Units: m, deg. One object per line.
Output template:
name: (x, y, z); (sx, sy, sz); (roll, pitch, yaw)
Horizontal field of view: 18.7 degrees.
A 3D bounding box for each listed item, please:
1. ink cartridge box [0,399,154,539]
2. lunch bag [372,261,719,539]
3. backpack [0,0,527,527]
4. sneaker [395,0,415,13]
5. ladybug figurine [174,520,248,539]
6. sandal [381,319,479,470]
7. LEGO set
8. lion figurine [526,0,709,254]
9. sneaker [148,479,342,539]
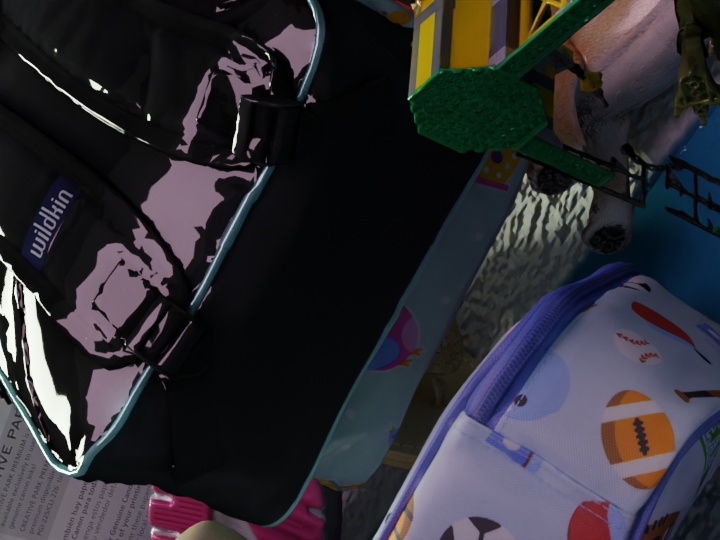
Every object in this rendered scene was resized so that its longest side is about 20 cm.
ink cartridge box: (-0.142, 0.091, 0.900); (0.084, 0.175, 0.201); (28, 98, 57)
lunch bag: (0.044, 0.096, 0.659); (0.200, 0.075, 0.160); (-60, -10, 15)
backpack: (-0.056, -0.028, 0.728); (0.200, 0.153, 0.176); (33, 101, 43)
sneaker: (0.055, -0.171, 0.847); (0.200, 0.074, 0.087); (-59, 24, 7)
ladybug figurine: (-0.060, 0.184, 0.742); (0.136, 0.072, 0.201); (-66, -6, -70)
sandal: (-0.005, 0.001, 0.817); (0.212, 0.077, 0.070); (-137, 43, -59)
LEGO set: (0.113, -0.086, 0.601); (0.154, 0.199, 0.116); (130, 151, -52)
lion figurine: (0.098, -0.089, 0.742); (0.200, 0.072, 0.123); (-32, 41, 27)
sneaker: (-0.048, 0.128, 0.842); (0.088, 0.081, 0.200); (-59, -9, -62)
